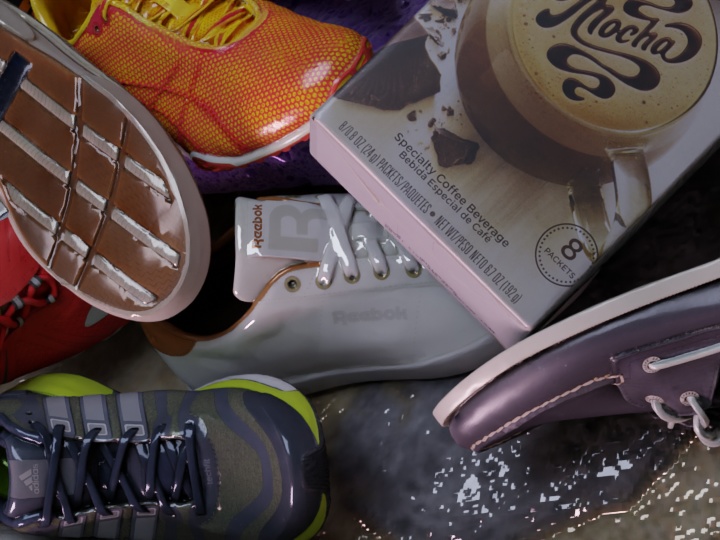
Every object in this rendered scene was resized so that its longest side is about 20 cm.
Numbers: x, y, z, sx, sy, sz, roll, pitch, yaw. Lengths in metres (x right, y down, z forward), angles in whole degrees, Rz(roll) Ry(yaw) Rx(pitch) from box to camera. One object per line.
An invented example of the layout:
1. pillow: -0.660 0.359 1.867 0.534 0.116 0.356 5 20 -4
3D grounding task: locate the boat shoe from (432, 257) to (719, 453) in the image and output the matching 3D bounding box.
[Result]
1. boat shoe: 0.121 0.031 1.016 0.200 0.073 0.063 -25 83 17

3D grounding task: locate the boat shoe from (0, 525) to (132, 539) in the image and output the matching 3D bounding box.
1. boat shoe: -0.159 0.139 1.157 0.200 0.074 0.060 4 105 21

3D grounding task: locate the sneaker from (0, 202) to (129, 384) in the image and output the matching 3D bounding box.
1. sneaker: -0.161 0.027 1.171 0.200 0.077 0.085 -27 18 -6

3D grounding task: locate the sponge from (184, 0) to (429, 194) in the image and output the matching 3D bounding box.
1. sponge: -0.032 -0.079 1.199 0.200 0.030 0.112 -2 42 40

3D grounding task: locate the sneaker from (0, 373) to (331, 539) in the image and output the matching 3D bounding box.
1. sneaker: -0.096 0.081 1.122 0.200 0.081 0.074 -3 95 40

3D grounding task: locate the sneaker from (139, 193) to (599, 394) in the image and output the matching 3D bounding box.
1. sneaker: 0.000 0.000 1.116 0.200 0.085 0.073 -20 50 21

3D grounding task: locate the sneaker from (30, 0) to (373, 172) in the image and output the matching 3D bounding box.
1. sneaker: -0.072 -0.090 1.150 0.200 0.077 0.073 11 52 48

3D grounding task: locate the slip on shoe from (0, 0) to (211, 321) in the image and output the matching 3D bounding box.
1. slip on shoe: -0.122 -0.050 1.153 0.200 0.061 0.076 39 100 30

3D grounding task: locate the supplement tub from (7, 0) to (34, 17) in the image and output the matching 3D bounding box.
1. supplement tub: -0.185 -0.092 1.284 0.122 0.123 0.200 -2 61 35

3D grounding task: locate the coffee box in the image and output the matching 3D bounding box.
1. coffee box: 0.090 -0.081 1.055 0.113 0.080 0.200 44 83 5
